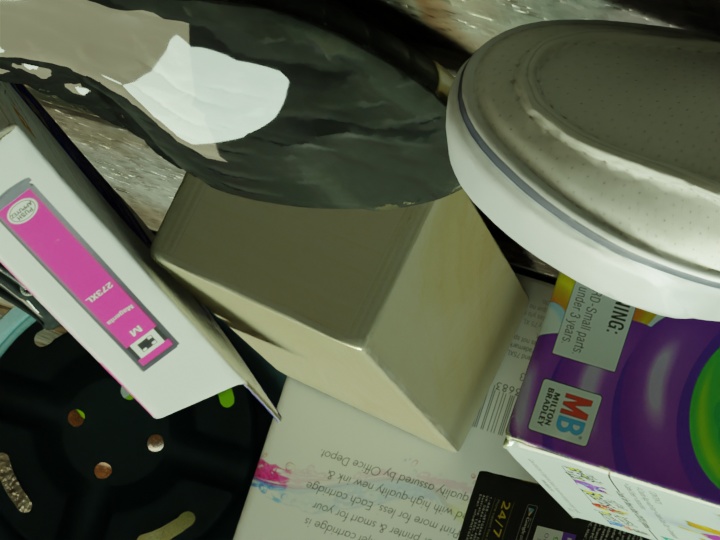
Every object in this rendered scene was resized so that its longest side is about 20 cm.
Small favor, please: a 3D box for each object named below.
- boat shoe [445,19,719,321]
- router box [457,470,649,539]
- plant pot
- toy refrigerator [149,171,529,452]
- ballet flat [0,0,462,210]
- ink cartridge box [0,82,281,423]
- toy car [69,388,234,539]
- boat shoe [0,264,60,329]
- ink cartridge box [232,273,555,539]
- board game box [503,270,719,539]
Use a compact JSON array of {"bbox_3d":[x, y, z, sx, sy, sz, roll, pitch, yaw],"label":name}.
[{"bbox_3d":[0.113,-0.022,0.614,0.199,0.071,0.070,20,145,15],"label":"boat shoe"},{"bbox_3d":[0.151,0.129,0.996,0.200,0.052,0.157,23,171,-38],"label":"router box"},{"bbox_3d":[-0.106,0.086,1.372,0.199,0.201,0.196,21,179,-12],"label":"plant pot"},{"bbox_3d":[0.000,0.000,0.959,0.076,0.070,0.200,24,172,15],"label":"toy refrigerator"},{"bbox_3d":[-0.056,-0.068,0.754,0.199,0.057,0.067,20,129,-17],"label":"ballet flat"},{"bbox_3d":[-0.093,-0.018,0.896,0.095,0.037,0.200,53,-178,35],"label":"ink cartridge box"},{"bbox_3d":[-0.139,0.160,1.819,0.157,0.201,0.164,19,171,-2],"label":"toy car"},{"bbox_3d":[-0.205,-0.027,1.231,0.199,0.066,0.075,19,172,-4],"label":"boat shoe"},{"bbox_3d":[0.019,0.097,1.074,0.116,0.201,0.067,17,172,13],"label":"ink cartridge box"},{"bbox_3d":[0.151,0.032,0.702,0.199,0.103,0.105,17,171,16],"label":"board game box"}]
